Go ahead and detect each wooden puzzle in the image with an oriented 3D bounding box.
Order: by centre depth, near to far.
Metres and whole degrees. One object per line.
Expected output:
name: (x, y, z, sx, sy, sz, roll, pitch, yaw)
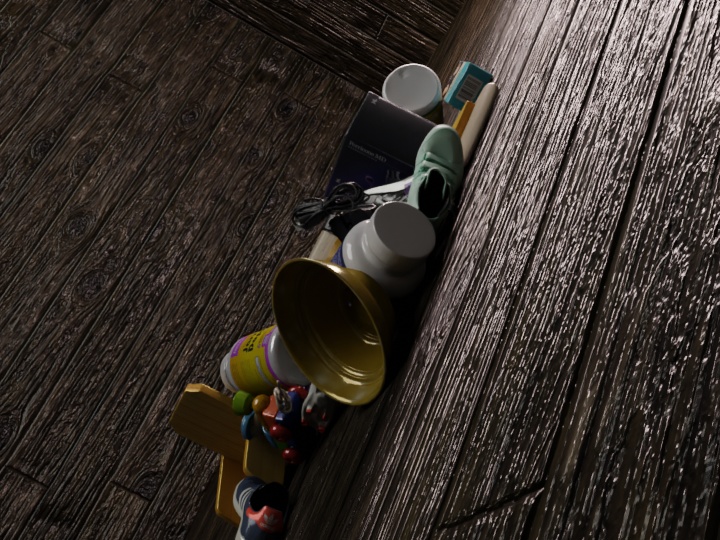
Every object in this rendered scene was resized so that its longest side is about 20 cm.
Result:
wooden puzzle: (0.143, -0.188, 1.467, 0.186, 0.037, 0.200, -65, 6, -30)

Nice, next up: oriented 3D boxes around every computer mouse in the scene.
computer mouse: (0.007, -0.047, 1.308, 0.138, 0.199, 0.053, -21, 51, 43)

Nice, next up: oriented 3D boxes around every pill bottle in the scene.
pill bottle: (0.020, 0.002, 1.232, 0.200, 0.119, 0.120, -57, 7, 49)
pill bottle: (-0.146, 0.147, 1.456, 0.199, 0.104, 0.105, -22, 35, 50)
pill bottle: (0.106, -0.299, 1.770, 0.114, 0.112, 0.200, -63, -17, -17)

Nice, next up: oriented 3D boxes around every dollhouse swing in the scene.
dollhouse swing: (-0.233, 0.314, 1.513, 0.200, 0.174, 0.183, 126, 153, -50)

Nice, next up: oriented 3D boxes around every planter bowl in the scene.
planter bowl: (-0.016, 0.062, 1.145, 0.083, 0.201, 0.201, -30, -16, -38)

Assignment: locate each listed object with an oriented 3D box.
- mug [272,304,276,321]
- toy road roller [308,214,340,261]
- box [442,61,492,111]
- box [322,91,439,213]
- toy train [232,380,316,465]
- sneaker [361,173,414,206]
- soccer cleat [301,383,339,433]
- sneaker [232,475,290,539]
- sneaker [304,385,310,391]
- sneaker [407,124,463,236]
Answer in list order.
mug: (-0.075, 0.043, 1.760, 0.114, 0.151, 0.186, -49, 13, 52)
toy road roller: (0.000, 0.000, 1.604, 0.124, 0.145, 0.200, -62, -32, -3)
box: (0.194, -0.340, 1.689, 0.083, 0.049, 0.200, -60, 6, 12)
box: (0.037, -0.170, 1.502, 0.200, 0.147, 0.105, 113, -177, -58)
toy train: (-0.142, 0.204, 1.361, 0.201, 0.115, 0.085, 71, -145, -49)
sneaker: (0.046, -0.083, 1.402, 0.199, 0.076, 0.088, -23, 40, 43)
soccer cleat: (-0.036, 0.151, 1.301, 0.078, 0.069, 0.201, -71, 7, -48)
sneaker: (-0.136, 0.333, 1.317, 0.085, 0.074, 0.200, -62, 15, 8)
sneaker: (-0.082, 0.155, 1.522, 0.070, 0.099, 0.201, -60, 5, 33)
sneaker: (0.113, -0.133, 1.265, 0.118, 0.073, 0.202, 114, 172, -68)
